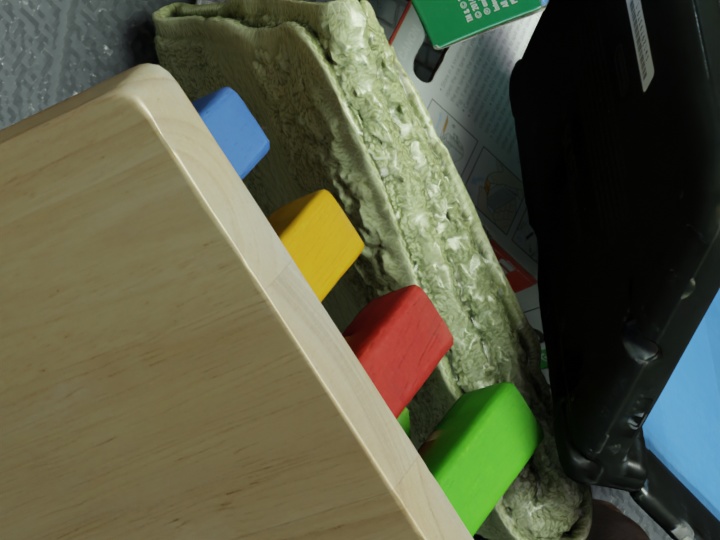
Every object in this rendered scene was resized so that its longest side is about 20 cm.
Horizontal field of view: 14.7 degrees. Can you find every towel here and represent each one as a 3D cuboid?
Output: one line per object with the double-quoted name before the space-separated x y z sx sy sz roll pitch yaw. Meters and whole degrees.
"towel" 0.000 0.000 0.923 0.036 0.148 0.201 -31 105 -21

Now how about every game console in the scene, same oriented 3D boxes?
"game console" 0.117 -0.013 0.900 0.116 0.176 0.201 13 39 -15

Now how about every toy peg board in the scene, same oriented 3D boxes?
"toy peg board" -0.060 0.035 0.849 0.200 0.199 0.098 57 40 -15

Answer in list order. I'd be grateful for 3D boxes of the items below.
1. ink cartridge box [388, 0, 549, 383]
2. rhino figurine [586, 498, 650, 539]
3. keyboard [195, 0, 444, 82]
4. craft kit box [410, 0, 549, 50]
"ink cartridge box" 0.071 -0.026 1.025 0.200 0.050 0.109 42 54 -22
"rhino figurine" 0.050 0.167 0.988 0.200 0.060 0.088 -51 118 -23
"keyboard" 0.021 -0.070 1.034 0.199 0.011 0.057 26 68 -32
"craft kit box" 0.015 -0.195 0.920 0.201 0.048 0.198 65 20 -15
